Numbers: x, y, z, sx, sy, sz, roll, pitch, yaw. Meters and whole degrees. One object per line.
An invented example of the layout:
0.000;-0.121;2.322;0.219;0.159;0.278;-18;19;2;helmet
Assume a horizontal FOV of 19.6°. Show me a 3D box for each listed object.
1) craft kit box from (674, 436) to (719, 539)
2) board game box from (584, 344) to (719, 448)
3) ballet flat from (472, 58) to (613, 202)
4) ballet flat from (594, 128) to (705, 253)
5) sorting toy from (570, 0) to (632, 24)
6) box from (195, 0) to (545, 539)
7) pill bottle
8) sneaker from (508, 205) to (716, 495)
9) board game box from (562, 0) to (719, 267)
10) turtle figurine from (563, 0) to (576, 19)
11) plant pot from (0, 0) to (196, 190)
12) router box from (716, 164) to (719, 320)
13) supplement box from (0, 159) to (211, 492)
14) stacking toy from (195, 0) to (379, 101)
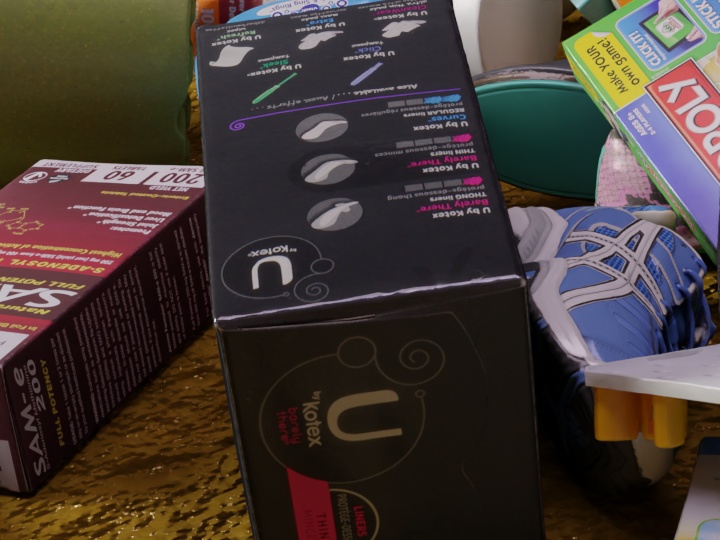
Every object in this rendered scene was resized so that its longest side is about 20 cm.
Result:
0.184;0.113;0.594;0.200;0.049;0.198;0;22;19;craft kit box
0.209;0.041;0.666;0.200;0.026;0.200;-6;7;-38;board game box
0.140;-0.068;0.987;0.200;0.073;0.073;6;26;13;ballet flat
0.200;-0.043;0.905;0.200;0.071;0.069;-1;24;16;ballet flat
0.145;-0.196;1.117;0.107;0.180;0.200;-49;-6;39;sorting toy
0.000;0.000;0.771;0.106;0.122;0.200;-8;35;-1;box
0.004;-0.144;1.150;0.200;0.113;0.113;8;29;35;pill bottle
0.098;0.017;0.798;0.077;0.076;0.200;-13;25;2;sneaker
0.187;-0.062;0.862;0.135;0.029;0.200;-30;49;0;board game box
0.147;-0.236;1.281;0.194;0.200;0.144;-29;-4;-31;turtle figurine
-0.182;-0.115;1.091;0.190;0.200;0.200;1;23;-5;plant pot
0.214;-0.005;0.676;0.150;0.062;0.200;-1;5;-7;router box
-0.140;0.017;0.902;0.109;0.061;0.200;3;27;24;supplement box
-0.007;-0.032;0.946;0.116;0.110;0.200;-11;38;-2;stacking toy
